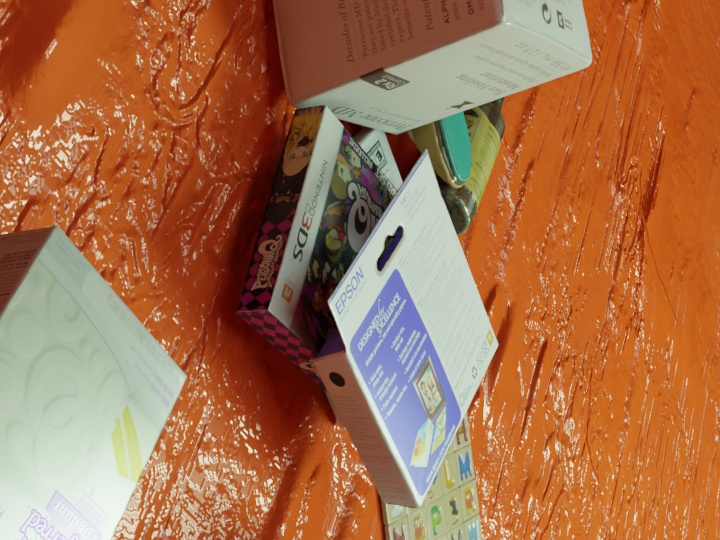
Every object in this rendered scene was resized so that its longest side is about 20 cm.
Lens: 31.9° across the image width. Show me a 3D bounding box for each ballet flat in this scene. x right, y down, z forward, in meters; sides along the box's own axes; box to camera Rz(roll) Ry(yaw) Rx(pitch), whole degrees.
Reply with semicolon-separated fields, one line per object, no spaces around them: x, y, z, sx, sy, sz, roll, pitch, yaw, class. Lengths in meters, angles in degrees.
0.057;-0.169;1.141;0.068;0.062;0.203;8;73;-59;ballet flat

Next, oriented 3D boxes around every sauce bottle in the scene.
0.102;-0.122;1.209;0.065;0.064;0.201;57;40;-35;sauce bottle

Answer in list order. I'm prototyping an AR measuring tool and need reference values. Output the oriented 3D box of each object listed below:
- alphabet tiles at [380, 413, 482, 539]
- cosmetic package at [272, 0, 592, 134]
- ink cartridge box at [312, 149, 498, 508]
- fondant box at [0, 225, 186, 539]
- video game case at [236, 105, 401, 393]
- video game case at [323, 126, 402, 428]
0.066;0.210;1.147;0.166;0.006;0.203;-10;93;-57;alphabet tiles
0.053;-0.225;1.007;0.164;0.198;0.168;6;71;-55;cosmetic package
0.034;0.043;0.984;0.199;0.043;0.202;-56;133;-45;ink cartridge box
-0.192;0.098;0.717;0.145;0.058;0.202;55;44;-37;fondant box
-0.009;0.002;0.996;0.200;0.035;0.183;46;49;-44;video game case
0.000;0.000;1.066;0.200;0.023;0.184;-51;127;-49;video game case
